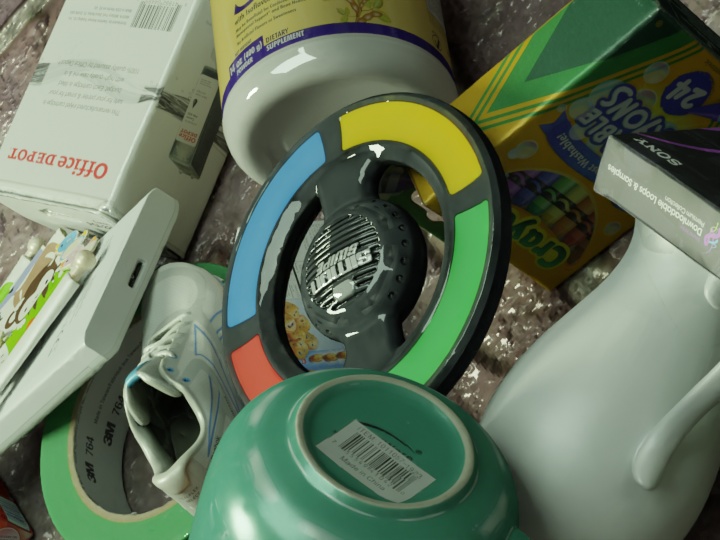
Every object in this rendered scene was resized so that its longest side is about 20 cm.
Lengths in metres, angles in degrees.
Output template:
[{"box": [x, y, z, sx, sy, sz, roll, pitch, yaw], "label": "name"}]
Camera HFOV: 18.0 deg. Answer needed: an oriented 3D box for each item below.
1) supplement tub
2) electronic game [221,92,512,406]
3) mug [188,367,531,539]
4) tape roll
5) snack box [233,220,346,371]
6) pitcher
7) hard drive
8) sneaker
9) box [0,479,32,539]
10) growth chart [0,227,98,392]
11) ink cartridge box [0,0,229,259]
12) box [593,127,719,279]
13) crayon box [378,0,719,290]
[{"box": [-0.021, -0.160, 1.416, 0.145, 0.145, 0.201, -29, 50, 27], "label": "supplement tub"}, {"box": [0.000, 0.000, 1.206, 0.200, 0.042, 0.201, -20, 59, 37], "label": "electronic game"}, {"box": [0.014, 0.121, 1.086, 0.152, 0.184, 0.115, -101, 21, -48], "label": "mug"}, {"box": [-0.115, 0.095, 1.427, 0.200, 0.048, 0.201, -21, 55, 33], "label": "tape roll"}, {"box": [-0.018, 0.049, 1.350, 0.024, 0.072, 0.200, 104, 155, -45], "label": "snack box"}, {"box": [0.142, 0.067, 1.137, 0.200, 0.121, 0.172, -60, 13, -1], "label": "pitcher"}, {"box": [-0.192, 0.042, 1.469, 0.200, 0.026, 0.132, -39, 24, 48], "label": "hard drive"}, {"box": [-0.106, 0.062, 1.341, 0.075, 0.087, 0.200, -40, 44, 20], "label": "sneaker"}, {"box": [-0.319, 0.141, 1.547, 0.096, 0.100, 0.200, -50, 44, 8], "label": "box"}, {"box": [-0.229, 0.030, 1.524, 0.145, 0.018, 0.200, -57, 17, -5], "label": "growth chart"}, {"box": [-0.154, -0.119, 1.558, 0.145, 0.085, 0.201, 11, 73, 45], "label": "ink cartridge box"}, {"box": [0.232, -0.029, 1.084, 0.143, 0.199, 0.036, 40, 129, 46], "label": "box"}, {"box": [0.114, -0.068, 1.257, 0.200, 0.126, 0.052, -39, 47, 19], "label": "crayon box"}]
